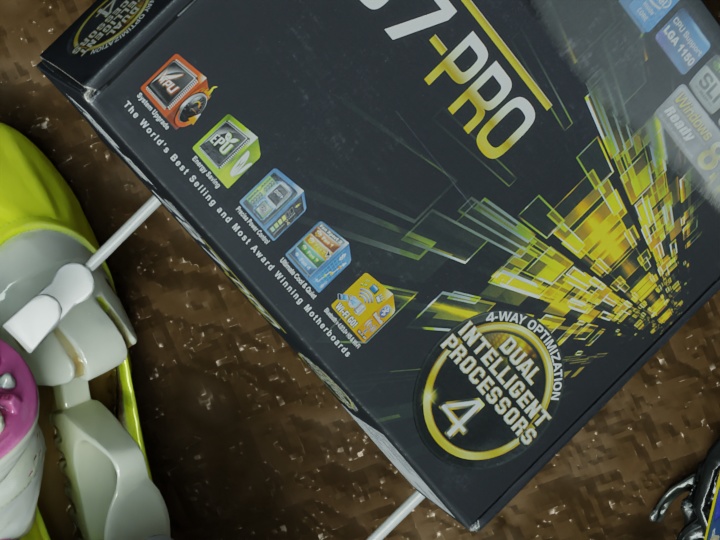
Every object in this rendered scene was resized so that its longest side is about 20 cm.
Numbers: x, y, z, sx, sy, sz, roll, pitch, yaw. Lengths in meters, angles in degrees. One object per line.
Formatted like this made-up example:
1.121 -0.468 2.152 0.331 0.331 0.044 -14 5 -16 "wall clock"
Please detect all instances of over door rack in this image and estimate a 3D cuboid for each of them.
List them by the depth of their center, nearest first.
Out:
0.000 0.000 0.860 0.200 0.067 0.148 -45 93 -6 "over door rack"

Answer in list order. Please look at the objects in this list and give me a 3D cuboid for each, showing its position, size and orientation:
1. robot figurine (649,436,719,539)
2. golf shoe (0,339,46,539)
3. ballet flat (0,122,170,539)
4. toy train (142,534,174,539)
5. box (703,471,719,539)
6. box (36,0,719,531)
0.138 0.142 0.882 0.200 0.058 0.145 -44 89 16 "robot figurine"
-0.190 0.093 0.829 0.199 0.092 0.075 -23 58 -9 "golf shoe"
-0.099 0.045 0.891 0.067 0.067 0.201 -20 106 -30 "ballet flat"
-0.068 0.183 0.849 0.114 0.085 0.201 -18 95 23 "toy train"
0.153 0.076 0.794 0.064 0.070 0.201 10 95 -32 "box"
0.027 -0.044 0.770 0.161 0.049 0.200 -45 119 -8 "box"
